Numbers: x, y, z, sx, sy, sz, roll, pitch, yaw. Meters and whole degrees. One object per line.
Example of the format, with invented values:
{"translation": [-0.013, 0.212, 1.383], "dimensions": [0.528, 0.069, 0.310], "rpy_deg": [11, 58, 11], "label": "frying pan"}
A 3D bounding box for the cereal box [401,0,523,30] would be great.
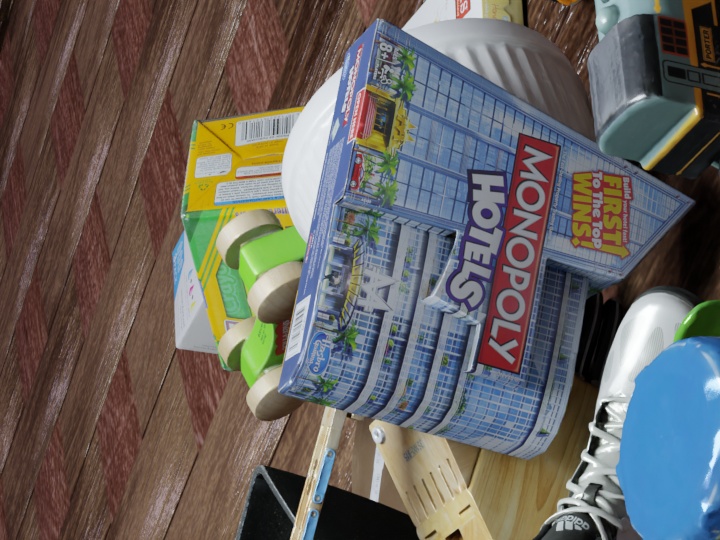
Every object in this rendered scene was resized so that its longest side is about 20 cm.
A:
{"translation": [0.060, -0.128, 1.469], "dimensions": [0.200, 0.039, 0.144], "rpy_deg": [134, 139, -56], "label": "cereal box"}

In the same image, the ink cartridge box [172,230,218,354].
{"translation": [-0.108, -0.026, 1.822], "dimensions": [0.200, 0.068, 0.115], "rpy_deg": [123, 149, -45], "label": "ink cartridge box"}

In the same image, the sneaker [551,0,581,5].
{"translation": [0.119, -0.212, 1.312], "dimensions": [0.200, 0.074, 0.079], "rpy_deg": [-167, 82, -69], "label": "sneaker"}

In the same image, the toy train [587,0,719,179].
{"translation": [0.175, -0.137, 1.070], "dimensions": [0.085, 0.114, 0.200], "rpy_deg": [133, 141, -55], "label": "toy train"}

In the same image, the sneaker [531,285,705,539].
{"translation": [0.137, 0.110, 1.035], "dimensions": [0.076, 0.115, 0.201], "rpy_deg": [11, 100, 30], "label": "sneaker"}

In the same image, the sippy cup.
{"translation": [0.192, 0.086, 0.903], "dimensions": [0.178, 0.130, 0.140], "rpy_deg": [-176, 95, -69], "label": "sippy cup"}

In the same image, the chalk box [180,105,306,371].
{"translation": [-0.052, -0.007, 1.515], "dimensions": [0.124, 0.125, 0.200], "rpy_deg": [-88, -11, -51], "label": "chalk box"}

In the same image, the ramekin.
{"translation": [0.060, -0.044, 1.223], "dimensions": [0.200, 0.200, 0.105], "rpy_deg": [-63, 36, 37], "label": "ramekin"}

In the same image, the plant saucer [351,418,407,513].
{"translation": [0.038, 0.125, 1.432], "dimensions": [0.200, 0.029, 0.200], "rpy_deg": [-171, 90, -69], "label": "plant saucer"}

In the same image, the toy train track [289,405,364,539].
{"translation": [-0.023, 0.157, 1.085], "dimensions": [0.115, 0.032, 0.200], "rpy_deg": [175, 110, -75], "label": "toy train track"}

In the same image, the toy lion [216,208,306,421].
{"translation": [0.000, 0.000, 1.388], "dimensions": [0.069, 0.191, 0.200], "rpy_deg": [58, 159, 30], "label": "toy lion"}

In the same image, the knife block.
{"translation": [0.104, 0.098, 1.152], "dimensions": [0.064, 0.175, 0.200], "rpy_deg": [-47, 63, 51], "label": "knife block"}

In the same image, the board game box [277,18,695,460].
{"translation": [0.074, -0.009, 1.086], "dimensions": [0.062, 0.200, 0.200], "rpy_deg": [145, 138, -67], "label": "board game box"}

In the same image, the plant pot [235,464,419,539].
{"translation": [0.020, 0.252, 1.212], "dimensions": [0.200, 0.177, 0.200], "rpy_deg": [-137, 58, -65], "label": "plant pot"}
